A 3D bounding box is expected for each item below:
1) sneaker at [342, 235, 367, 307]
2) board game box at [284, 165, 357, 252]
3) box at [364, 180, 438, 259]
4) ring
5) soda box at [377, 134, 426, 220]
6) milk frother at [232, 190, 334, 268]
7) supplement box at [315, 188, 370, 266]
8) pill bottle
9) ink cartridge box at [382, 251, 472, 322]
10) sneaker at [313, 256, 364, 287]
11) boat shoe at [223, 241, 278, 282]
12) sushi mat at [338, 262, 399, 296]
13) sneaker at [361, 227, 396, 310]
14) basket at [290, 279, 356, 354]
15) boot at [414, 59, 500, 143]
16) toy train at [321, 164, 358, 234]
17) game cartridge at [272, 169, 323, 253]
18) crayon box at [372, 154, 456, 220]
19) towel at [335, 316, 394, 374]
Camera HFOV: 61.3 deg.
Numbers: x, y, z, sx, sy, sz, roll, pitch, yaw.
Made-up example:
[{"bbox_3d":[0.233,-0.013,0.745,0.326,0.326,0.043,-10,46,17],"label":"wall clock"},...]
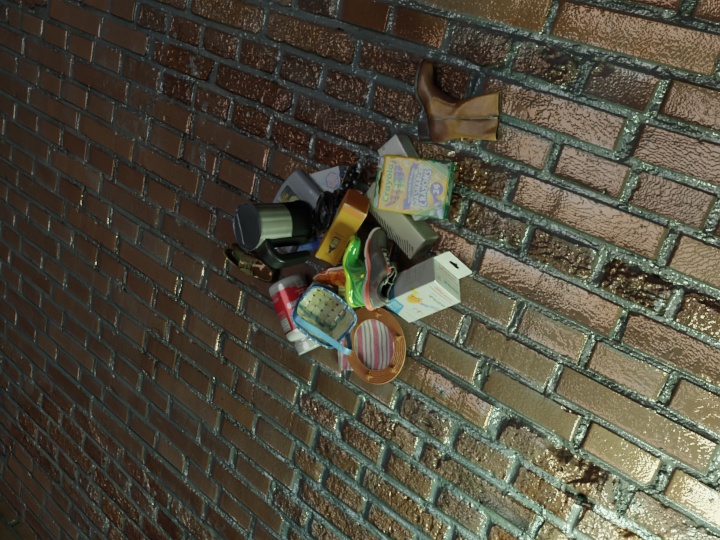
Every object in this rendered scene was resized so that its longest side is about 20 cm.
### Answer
[{"bbox_3d":[0.000,0.000,1.510,0.081,0.075,0.205,2,126,11],"label":"sneaker"},{"bbox_3d":[-0.109,-0.163,1.656,0.195,0.041,0.207,-9,91,35],"label":"board game box"},{"bbox_3d":[0.096,-0.127,1.499,0.201,0.081,0.069,51,121,19],"label":"box"},{"bbox_3d":[0.032,0.196,1.592,0.195,0.019,0.208,3,94,35],"label":"ring"},{"bbox_3d":[0.122,-0.226,1.477,0.067,0.063,0.204,-34,77,32],"label":"soda box"},{"bbox_3d":[-0.183,-0.129,1.519,0.181,0.185,0.203,46,123,26],"label":"milk frother"},{"bbox_3d":[-0.046,-0.105,1.524,0.065,0.070,0.202,24,132,-11],"label":"supplement box"},{"bbox_3d":[-0.172,0.123,1.697,0.111,0.111,0.205,-28,82,33],"label":"pill bottle"},{"bbox_3d":[0.160,0.042,1.449,0.197,0.114,0.070,-26,46,34],"label":"ink cartridge box"},{"bbox_3d":[-0.048,0.019,1.610,0.196,0.072,0.080,-11,99,38],"label":"sneaker"},{"bbox_3d":[-0.333,-0.019,1.810,0.197,0.073,0.078,28,112,28],"label":"boat shoe"},{"bbox_3d":[0.020,0.027,1.613,0.195,0.012,0.099,0,96,34],"label":"sushi mat"},{"bbox_3d":[0.057,-0.006,1.455,0.080,0.076,0.207,-7,70,34],"label":"sneaker"},{"bbox_3d":[-0.097,0.120,1.557,0.174,0.201,0.140,35,110,-17],"label":"basket"},{"bbox_3d":[0.221,-0.390,1.384,0.195,0.068,0.195,3,98,33],"label":"boot"},{"bbox_3d":[-0.057,-0.184,1.575,0.046,0.034,0.204,41,118,35],"label":"toy train"},{"bbox_3d":[-0.183,-0.165,1.661,0.134,0.040,0.202,48,121,24],"label":"game cartridge"},{"bbox_3d":[0.115,-0.196,1.414,0.194,0.051,0.130,11,95,24],"label":"crayon box"},{"bbox_3d":[0.012,0.199,1.632,0.195,0.030,0.152,-2,95,35],"label":"towel"}]
